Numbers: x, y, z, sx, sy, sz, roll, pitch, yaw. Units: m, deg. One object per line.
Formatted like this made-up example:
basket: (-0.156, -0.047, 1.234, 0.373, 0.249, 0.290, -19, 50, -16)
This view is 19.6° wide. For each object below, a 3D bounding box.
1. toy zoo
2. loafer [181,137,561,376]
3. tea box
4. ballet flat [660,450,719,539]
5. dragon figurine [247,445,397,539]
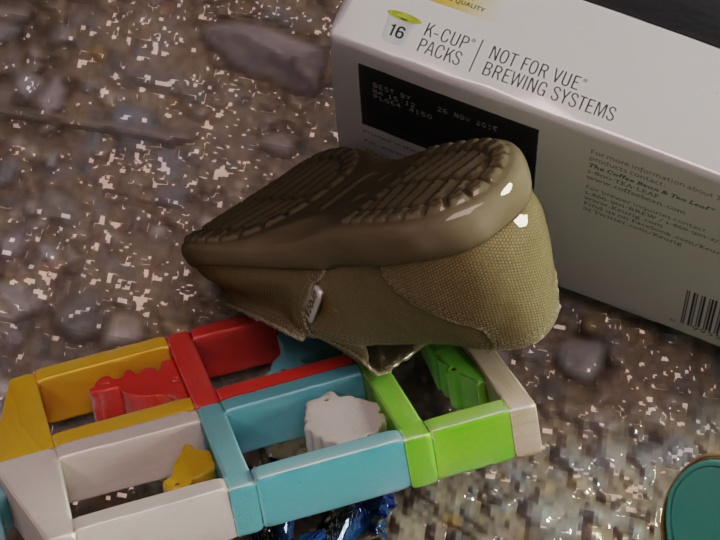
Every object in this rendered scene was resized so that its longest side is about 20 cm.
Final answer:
toy zoo: (-0.050, 0.054, 0.735, 0.198, 0.021, 0.131, -14, 24, -9)
loafer: (0.000, 0.000, 0.732, 0.076, 0.200, 0.068, -33, 105, -22)
tea box: (0.116, -0.098, 0.786, 0.198, 0.134, 0.198, 22, 68, 12)
ballet flat: (0.175, 0.145, 0.712, 0.069, 0.063, 0.200, -48, 54, 16)
dragon figurine: (-0.041, 0.117, 0.691, 0.058, 0.200, 0.101, 0, 95, 22)
